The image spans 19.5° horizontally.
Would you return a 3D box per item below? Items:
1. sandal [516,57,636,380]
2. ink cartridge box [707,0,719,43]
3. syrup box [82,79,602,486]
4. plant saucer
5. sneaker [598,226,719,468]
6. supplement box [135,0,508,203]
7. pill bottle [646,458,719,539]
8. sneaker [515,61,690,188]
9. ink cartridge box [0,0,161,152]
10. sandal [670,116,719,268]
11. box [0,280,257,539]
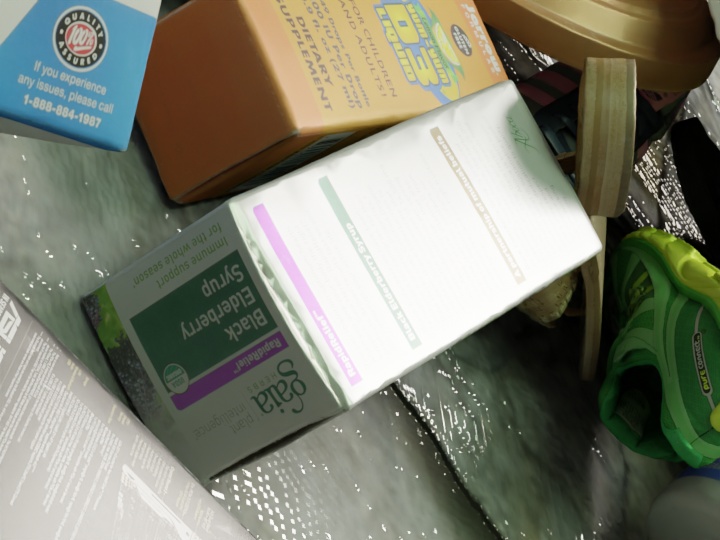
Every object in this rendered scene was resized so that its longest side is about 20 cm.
[{"bbox_3d":[0.074,-0.023,0.898,0.212,0.069,0.078,88,6,-61],"label":"sandal"},{"bbox_3d":[0.228,-0.086,1.015,0.146,0.083,0.201,-92,160,-47],"label":"ink cartridge box"},{"bbox_3d":[0.000,0.000,0.759,0.200,0.078,0.082,-26,86,-54],"label":"syrup box"},{"bbox_3d":[0.090,-0.156,1.019,0.199,0.032,0.201,23,26,-12],"label":"plant saucer"},{"bbox_3d":[0.134,0.035,0.936,0.074,0.084,0.200,47,2,-10],"label":"sneaker"},{"bbox_3d":[-0.012,-0.077,0.842,0.200,0.068,0.067,-16,80,-63],"label":"supplement box"},{"bbox_3d":[0.232,0.086,0.940,0.200,0.114,0.114,-38,98,-25],"label":"pill bottle"},{"bbox_3d":[0.111,-0.075,1.016,0.070,0.082,0.200,57,30,-8],"label":"sneaker"},{"bbox_3d":[-0.121,-0.151,0.623,0.144,0.084,0.202,17,86,-51],"label":"ink cartridge box"},{"bbox_3d":[0.208,-0.018,1.109,0.200,0.045,0.076,51,27,-58],"label":"sandal"},{"bbox_3d":[-0.090,0.121,0.561,0.158,0.050,0.201,48,32,-22],"label":"box"}]
